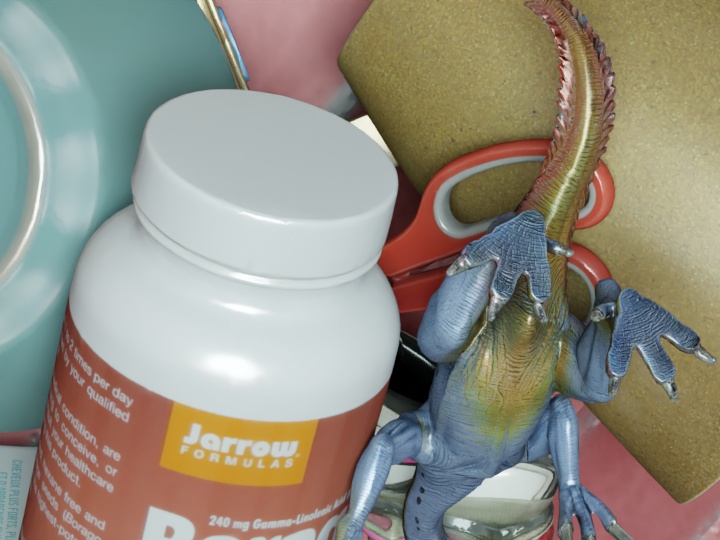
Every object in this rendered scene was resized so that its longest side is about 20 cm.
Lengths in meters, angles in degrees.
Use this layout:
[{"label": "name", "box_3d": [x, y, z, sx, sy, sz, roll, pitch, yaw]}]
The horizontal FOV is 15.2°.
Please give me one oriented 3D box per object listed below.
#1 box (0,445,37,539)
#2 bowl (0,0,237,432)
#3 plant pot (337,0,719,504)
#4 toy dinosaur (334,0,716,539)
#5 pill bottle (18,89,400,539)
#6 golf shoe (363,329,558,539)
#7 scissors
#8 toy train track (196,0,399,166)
[{"label": "box", "box_3d": [-0.108, 0.113, 1.026, 0.199, 0.083, 0.049, 4, 130, -5]}, {"label": "bowl", "box_3d": [-0.148, -0.037, 0.955, 0.199, 0.105, 0.202, 1, 94, 12]}, {"label": "plant pot", "box_3d": [0.096, -0.049, 0.977, 0.200, 0.186, 0.187, 38, 97, 1]}, {"label": "toy dinosaur", "box_3d": [0.056, 0.044, 0.900, 0.104, 0.182, 0.201, 19, 68, -5]}, {"label": "pill bottle", "box_3d": [-0.050, 0.047, 0.907, 0.111, 0.112, 0.201, 11, 120, -7]}, {"label": "golf shoe", "box_3d": [-0.018, 0.046, 1.004, 0.199, 0.073, 0.093, 13, 117, 15]}, {"label": "scissors", "box_3d": [0.000, 0.000, 0.943, 0.199, 0.014, 0.074, -8, 105, 27]}, {"label": "toy train track", "box_3d": [-0.055, -0.072, 1.022, 0.114, 0.033, 0.201, -21, 102, 1]}]
